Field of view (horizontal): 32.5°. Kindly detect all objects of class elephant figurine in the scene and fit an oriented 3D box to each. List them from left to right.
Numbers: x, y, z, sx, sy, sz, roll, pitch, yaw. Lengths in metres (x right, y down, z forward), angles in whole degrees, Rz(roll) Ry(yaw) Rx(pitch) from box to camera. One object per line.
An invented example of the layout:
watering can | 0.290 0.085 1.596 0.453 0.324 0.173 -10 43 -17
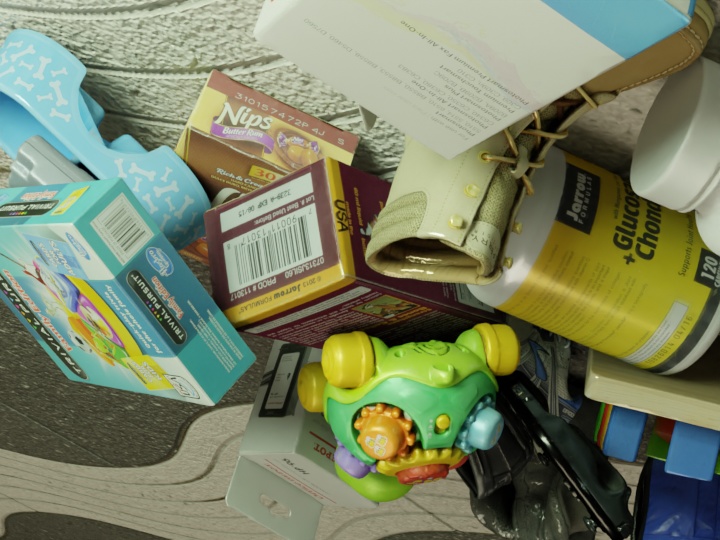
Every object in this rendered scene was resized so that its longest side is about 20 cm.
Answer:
elephant figurine | 0.175 0.208 1.125 0.155 0.200 0.142 17 155 1

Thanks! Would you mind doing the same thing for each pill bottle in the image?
pill bottle | 0.137 -0.015 0.812 0.200 0.112 0.112 22 154 -10
pill bottle | 0.257 -0.043 0.684 0.200 0.112 0.111 20 154 -7

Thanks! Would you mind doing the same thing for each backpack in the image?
backpack | 0.338 0.263 1.138 0.167 0.200 0.163 -4 146 19

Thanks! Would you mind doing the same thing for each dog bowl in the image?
dog bowl | -0.197 -0.082 0.888 0.200 0.050 0.111 45 152 -6

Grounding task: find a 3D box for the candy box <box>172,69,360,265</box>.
candy box | -0.091 -0.061 0.931 0.116 0.057 0.200 24 152 -10

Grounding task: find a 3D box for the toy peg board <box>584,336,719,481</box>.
toy peg board | 0.256 0.117 0.896 0.199 0.098 0.199 13 -166 9

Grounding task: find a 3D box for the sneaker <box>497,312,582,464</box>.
sneaker | 0.128 0.062 1.027 0.077 0.085 0.200 24 146 52

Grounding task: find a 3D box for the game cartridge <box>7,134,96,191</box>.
game cartridge | -0.203 -0.008 0.913 0.133 0.040 0.200 43 152 3

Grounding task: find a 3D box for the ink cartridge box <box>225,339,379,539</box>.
ink cartridge box | -0.027 0.122 1.032 0.068 0.200 0.116 -8 145 41

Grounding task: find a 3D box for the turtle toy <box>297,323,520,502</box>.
turtle toy | 0.031 0.109 0.903 0.145 0.101 0.200 -3 161 -18

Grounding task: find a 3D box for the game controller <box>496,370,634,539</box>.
game controller | 0.141 0.127 0.887 0.104 0.042 0.200 44 -178 -6

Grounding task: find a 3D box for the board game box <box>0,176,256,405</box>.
board game box | -0.180 0.014 0.827 0.200 0.047 0.151 1 132 50

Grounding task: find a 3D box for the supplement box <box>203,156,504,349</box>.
supplement box | 0.000 0.000 0.865 0.110 0.086 0.200 -21 158 31

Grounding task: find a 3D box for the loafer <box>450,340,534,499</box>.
loafer | 0.058 0.095 1.002 0.201 0.070 0.068 51 158 -1

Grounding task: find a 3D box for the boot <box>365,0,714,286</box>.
boot | 0.093 -0.072 0.679 0.200 0.156 0.073 -8 144 42

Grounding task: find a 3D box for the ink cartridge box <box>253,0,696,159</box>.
ink cartridge box | 0.050 -0.154 0.576 0.125 0.129 0.200 30 151 -22
